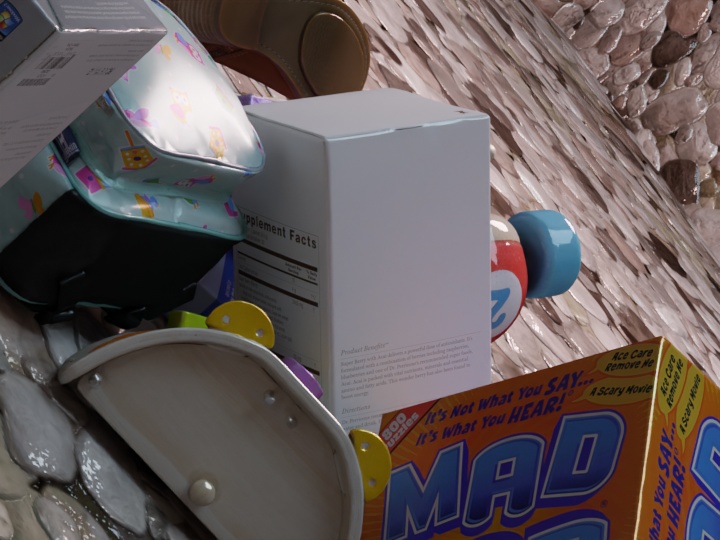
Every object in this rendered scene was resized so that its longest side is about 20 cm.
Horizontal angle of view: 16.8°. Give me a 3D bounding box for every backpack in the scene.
[{"bbox_3d":[-0.165,-0.086,1.404,0.200,0.153,0.175,50,22,23],"label":"backpack"}]

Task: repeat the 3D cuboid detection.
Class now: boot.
[{"bbox_3d":[-0.094,-0.169,1.627,0.154,0.074,0.200,19,-6,36],"label":"boot"}]

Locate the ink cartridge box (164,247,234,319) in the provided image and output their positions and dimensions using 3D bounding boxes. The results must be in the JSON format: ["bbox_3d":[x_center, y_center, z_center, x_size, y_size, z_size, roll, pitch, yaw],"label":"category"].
[{"bbox_3d":[-0.130,-0.022,1.581,0.200,0.042,0.119,48,14,-16],"label":"ink cartridge box"}]

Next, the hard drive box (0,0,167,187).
[{"bbox_3d":[-0.205,-0.074,1.139,0.077,0.200,0.156,50,13,5],"label":"hard drive box"}]

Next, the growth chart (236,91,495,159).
[{"bbox_3d":[-0.011,-0.108,1.754,0.144,0.018,0.199,15,6,35],"label":"growth chart"}]

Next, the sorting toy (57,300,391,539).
[{"bbox_3d":[-0.074,0.088,1.403,0.200,0.107,0.180,48,-5,-10],"label":"sorting toy"}]

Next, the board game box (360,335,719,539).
[{"bbox_3d":[0.129,0.191,1.352,0.200,0.199,0.201,40,47,-35],"label":"board game box"}]

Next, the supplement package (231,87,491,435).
[{"bbox_3d":[0.000,0.000,1.486,0.121,0.202,0.120,-9,17,-31],"label":"supplement package"}]

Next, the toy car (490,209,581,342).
[{"bbox_3d":[0.054,0.074,1.670,0.183,0.177,0.202,-6,79,-37],"label":"toy car"}]

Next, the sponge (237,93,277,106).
[{"bbox_3d":[-0.035,-0.064,1.598,0.199,0.111,0.030,18,64,-41],"label":"sponge"}]
